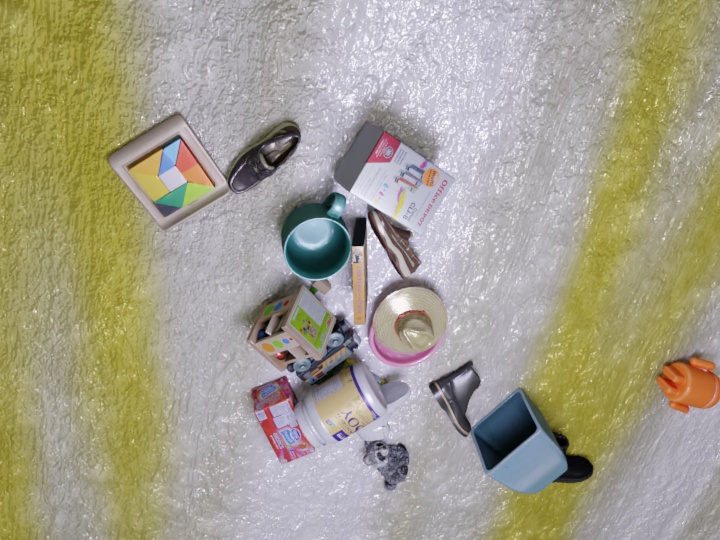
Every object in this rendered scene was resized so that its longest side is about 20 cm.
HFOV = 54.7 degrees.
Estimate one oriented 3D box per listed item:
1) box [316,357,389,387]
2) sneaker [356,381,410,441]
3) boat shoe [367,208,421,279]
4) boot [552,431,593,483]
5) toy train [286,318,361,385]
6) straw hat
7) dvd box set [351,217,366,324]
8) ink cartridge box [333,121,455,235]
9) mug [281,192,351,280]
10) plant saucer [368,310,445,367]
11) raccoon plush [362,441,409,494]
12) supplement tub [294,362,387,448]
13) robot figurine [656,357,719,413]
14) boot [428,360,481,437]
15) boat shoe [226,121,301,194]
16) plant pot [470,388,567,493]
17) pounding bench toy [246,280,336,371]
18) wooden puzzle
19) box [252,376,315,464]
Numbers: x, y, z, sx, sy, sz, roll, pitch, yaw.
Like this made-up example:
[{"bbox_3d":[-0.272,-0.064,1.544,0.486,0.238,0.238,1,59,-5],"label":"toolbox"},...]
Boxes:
[{"bbox_3d":[-0.019,0.307,1.821,0.199,0.049,0.118,35,106,-24],"label":"box"},{"bbox_3d":[0.063,0.370,1.813,0.198,0.074,0.116,-29,124,14],"label":"sneaker"},{"bbox_3d":[0.084,-0.075,1.623,0.074,0.075,0.203,-34,128,-4],"label":"boat shoe"},{"bbox_3d":[0.605,0.550,2.066,0.208,0.080,0.160,-3,119,-10],"label":"boot"},{"bbox_3d":[-0.092,0.200,1.730,0.199,0.086,0.114,-37,129,10],"label":"toy train"},{"bbox_3d":[0.133,0.145,1.682,0.198,0.085,0.204,-5,120,-9],"label":"straw hat"},{"bbox_3d":[0.000,0.000,1.596,0.029,0.147,0.203,0,119,3],"label":"dvd box set"},{"bbox_3d":[0.071,-0.196,1.492,0.198,0.145,0.146,28,98,-25],"label":"ink cartridge box"},{"bbox_3d":[-0.089,-0.080,1.552,0.183,0.115,0.153,-30,120,5],"label":"mug"},{"bbox_3d":[0.114,0.150,1.759,0.197,0.051,0.203,-6,120,-10],"label":"plant saucer"},{"bbox_3d":[0.055,0.562,1.957,0.132,0.097,0.202,11,116,-9],"label":"raccoon plush"},{"bbox_3d":[-0.048,0.336,1.720,0.198,0.146,0.146,-31,120,6],"label":"supplement tub"},{"bbox_3d":[0.951,0.330,1.996,0.197,0.116,0.146,16,72,-19],"label":"robot figurine"},{"bbox_3d":[0.291,0.354,1.899,0.137,0.078,0.201,-34,121,2],"label":"boot"},{"bbox_3d":[-0.206,-0.234,1.469,0.200,0.065,0.073,-43,115,9],"label":"boat shoe"},{"bbox_3d":[0.456,0.494,1.923,0.196,0.196,0.200,-43,111,13],"label":"plant pot"},{"bbox_3d":[-0.156,0.113,1.649,0.155,0.202,0.124,-21,125,38],"label":"pounding bench toy"},{"bbox_3d":[-0.399,-0.199,1.466,0.183,0.037,0.201,-29,120,5],"label":"wooden puzzle"},{"bbox_3d":[-0.198,0.389,1.800,0.098,0.096,0.202,-20,121,1],"label":"box"}]
